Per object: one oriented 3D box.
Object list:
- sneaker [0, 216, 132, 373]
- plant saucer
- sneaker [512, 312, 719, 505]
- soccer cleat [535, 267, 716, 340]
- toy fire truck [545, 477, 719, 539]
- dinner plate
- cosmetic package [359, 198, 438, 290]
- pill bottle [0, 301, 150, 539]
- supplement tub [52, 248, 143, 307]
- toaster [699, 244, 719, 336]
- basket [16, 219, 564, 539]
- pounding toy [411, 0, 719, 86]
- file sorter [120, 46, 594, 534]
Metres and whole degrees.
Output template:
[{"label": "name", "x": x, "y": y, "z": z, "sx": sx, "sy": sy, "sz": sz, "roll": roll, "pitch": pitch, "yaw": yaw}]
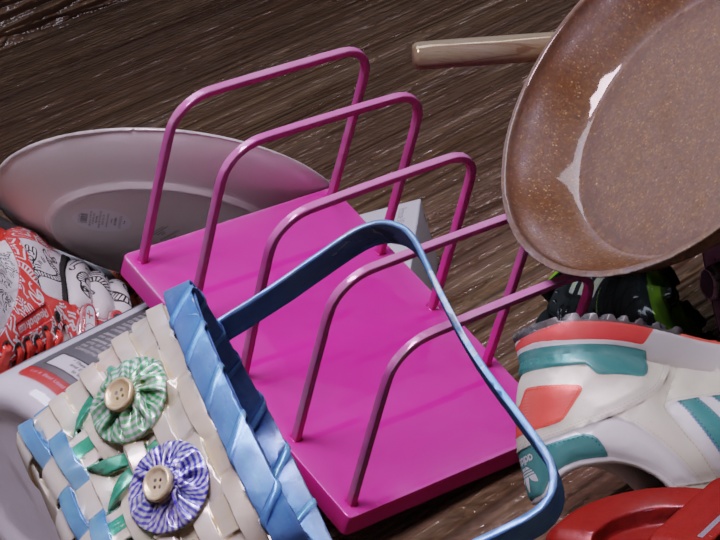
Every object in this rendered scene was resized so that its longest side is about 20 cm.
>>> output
[{"label": "sneaker", "x": -0.178, "y": 0.037, "z": 1.337, "sx": 0.067, "sy": 0.108, "sz": 0.202, "roll": -59, "pitch": 10, "yaw": 20}, {"label": "plant saucer", "x": 0.152, "y": -0.077, "z": 1.157, "sx": 0.200, "sy": 0.037, "sz": 0.201, "roll": -31, "pitch": 39, "yaw": 30}, {"label": "sneaker", "x": 0.161, "y": 0.078, "z": 1.108, "sx": 0.198, "sy": 0.094, "sz": 0.070, "roll": 8, "pitch": -15, "yaw": -8}, {"label": "soccer cleat", "x": 0.139, "y": 0.028, "z": 1.344, "sx": 0.081, "sy": 0.068, "sz": 0.200, "roll": -33, "pitch": 11, "yaw": 6}, {"label": "toy fire truck", "x": 0.063, "y": 0.150, "z": 0.859, "sx": 0.199, "sy": 0.129, "sz": 0.176, "roll": 7, "pitch": 25, "yaw": 36}, {"label": "dinner plate", "x": -0.107, "y": -0.029, "z": 1.390, "sx": 0.199, "sy": 0.024, "sz": 0.200, "roll": 4, "pitch": -23, "yaw": 2}, {"label": "cosmetic package", "x": -0.030, "y": 0.016, "z": 1.582, "sx": 0.150, "sy": 0.052, "sz": 0.200, "roll": -16, "pitch": 13, "yaw": 8}, {"label": "pill bottle", "x": -0.099, "y": 0.073, "z": 1.301, "sx": 0.200, "sy": 0.117, "sz": 0.115, "roll": -28, "pitch": 18, "yaw": -39}, {"label": "supplement tub", "x": -0.217, "y": 0.063, "z": 1.464, "sx": 0.199, "sy": 0.123, "sz": 0.122, "roll": -27, "pitch": 17, "yaw": -38}, {"label": "toaster", "x": 0.265, "y": -0.014, "z": 1.170, "sx": 0.199, "sy": 0.114, "sz": 0.129, "roll": -8, "pitch": -6, "yaw": -13}, {"label": "basket", "x": -0.031, "y": 0.084, "z": 1.061, "sx": 0.199, "sy": 0.139, "sz": 0.177, "roll": -28, "pitch": 50, "yaw": -5}, {"label": "pounding toy", "x": 0.171, "y": -0.104, "z": 1.307, "sx": 0.184, "sy": 0.143, "sz": 0.200, "roll": -12, "pitch": -14, "yaw": -46}, {"label": "file sorter", "x": 0.000, "y": 0.000, "z": 1.231, "sx": 0.138, "sy": 0.126, "sz": 0.200, "roll": -19, "pitch": 52, "yaw": -34}]
